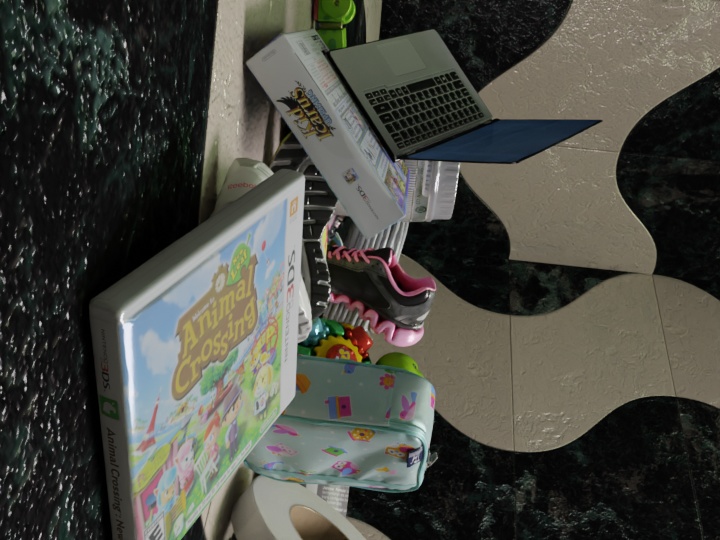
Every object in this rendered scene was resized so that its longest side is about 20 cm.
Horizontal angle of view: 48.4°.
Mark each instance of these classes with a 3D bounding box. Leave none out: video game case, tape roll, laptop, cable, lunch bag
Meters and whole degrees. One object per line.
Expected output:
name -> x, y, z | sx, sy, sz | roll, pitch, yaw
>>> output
video game case -> -0.021, -0.137, 0.757 | 0.182, 0.045, 0.200 | 54, 14, -12
tape roll -> -0.042, 0.289, 0.810 | 0.037, 0.202, 0.203 | -50, 179, 3
laptop -> 0.106, -0.181, 0.797 | 0.187, 0.201, 0.116 | -27, 173, -45
cable -> 0.003, -0.003, 1.072 | 0.200, 0.069, 0.202 | 140, -32, -81
lunch bag -> -0.022, 0.159, 0.792 | 0.161, 0.198, 0.078 | 92, 7, -50
video game case -> -0.087, 0.055, 0.487 | 0.200, 0.022, 0.184 | -48, 147, -56

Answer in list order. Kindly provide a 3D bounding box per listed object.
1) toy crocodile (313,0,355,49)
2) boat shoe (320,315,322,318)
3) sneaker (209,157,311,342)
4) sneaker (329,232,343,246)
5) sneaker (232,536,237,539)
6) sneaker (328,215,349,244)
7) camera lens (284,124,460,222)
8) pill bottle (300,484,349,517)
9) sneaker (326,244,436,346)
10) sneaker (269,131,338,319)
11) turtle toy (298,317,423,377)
toy crocodile -> -0.039, -0.308, 1.050 | 0.068, 0.061, 0.202 | -74, 165, -74
boat shoe -> -0.065, 0.121, 1.177 | 0.201, 0.074, 0.074 | 95, 3, -45
sneaker -> -0.075, -0.012, 0.648 | 0.201, 0.077, 0.100 | 94, 0, -56
sneaker -> -0.055, 0.025, 1.223 | 0.082, 0.073, 0.202 | -84, 180, -64
sneaker -> -0.112, 0.323, 0.786 | 0.200, 0.075, 0.079 | -29, 139, -81
sneaker -> -0.041, -0.087, 1.087 | 0.080, 0.085, 0.202 | -75, 171, -65
camera lens -> 0.015, -0.142, 0.943 | 0.160, 0.198, 0.162 | 6, 90, -87
pill bottle -> -0.066, 0.243, 0.983 | 0.113, 0.112, 0.202 | 88, 9, -73
sneaker -> 0.000, 0.000, 0.919 | 0.096, 0.199, 0.079 | -61, 179, 34
sneaker -> -0.069, -0.054, 0.845 | 0.090, 0.077, 0.202 | -122, -143, -69
turtle toy -> -0.023, 0.118, 0.920 | 0.101, 0.199, 0.147 | -31, -130, 53
